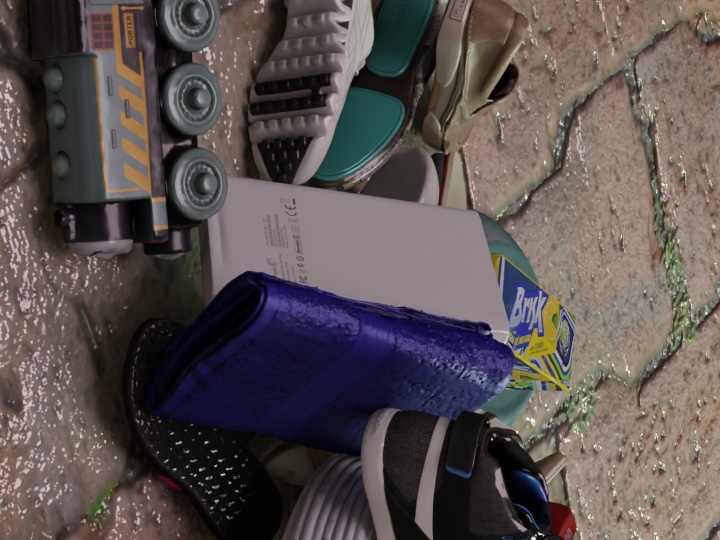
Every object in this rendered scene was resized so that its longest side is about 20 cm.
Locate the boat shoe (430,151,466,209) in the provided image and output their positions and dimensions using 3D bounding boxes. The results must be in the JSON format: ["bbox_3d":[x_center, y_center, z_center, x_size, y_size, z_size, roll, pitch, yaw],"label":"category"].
[{"bbox_3d":[0.041,0.003,1.401,0.071,0.062,0.202,40,57,-65],"label":"boat shoe"}]

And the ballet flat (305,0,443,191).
[{"bbox_3d":[0.015,-0.123,1.373,0.072,0.072,0.201,51,53,-38],"label":"ballet flat"}]

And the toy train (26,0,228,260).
[{"bbox_3d":[-0.149,-0.105,1.150,0.113,0.085,0.202,-7,97,-40],"label":"toy train"}]

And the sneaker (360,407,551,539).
[{"bbox_3d":[0.071,0.177,1.170,0.073,0.111,0.201,-62,147,-45],"label":"sneaker"}]

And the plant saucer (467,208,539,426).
[{"bbox_3d":[0.100,0.050,1.499,0.199,0.036,0.202,3,87,-52],"label":"plant saucer"}]

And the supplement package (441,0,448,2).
[{"bbox_3d":[0.072,-0.294,1.371,0.199,0.155,0.112,23,69,-50],"label":"supplement package"}]

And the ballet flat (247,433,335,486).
[{"bbox_3d":[-0.058,0.099,1.274,0.067,0.068,0.201,-38,126,-23],"label":"ballet flat"}]

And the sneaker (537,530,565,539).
[{"bbox_3d":[0.144,0.265,1.336,0.115,0.075,0.201,-47,129,-13],"label":"sneaker"}]

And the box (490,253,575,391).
[{"bbox_3d":[0.102,0.041,1.377,0.200,0.069,0.065,32,61,-64],"label":"box"}]

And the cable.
[{"bbox_3d":[-0.002,0.225,1.235,0.200,0.069,0.202,-7,101,-69],"label":"cable"}]

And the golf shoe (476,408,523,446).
[{"bbox_3d":[0.045,0.183,1.374,0.201,0.092,0.073,-57,132,-24],"label":"golf shoe"}]

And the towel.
[{"bbox_3d":[-0.019,0.061,1.157,0.199,0.148,0.050,16,52,-32],"label":"towel"}]

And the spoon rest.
[{"bbox_3d":[0.000,0.000,1.335,0.060,0.099,0.202,26,82,-27],"label":"spoon rest"}]

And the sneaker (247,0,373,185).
[{"bbox_3d":[-0.026,-0.150,1.317,0.081,0.074,0.202,36,62,-56],"label":"sneaker"}]

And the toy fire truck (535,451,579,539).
[{"bbox_3d":[0.112,0.229,1.415,0.177,0.128,0.201,-58,139,-33],"label":"toy fire truck"}]

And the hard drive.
[{"bbox_3d":[-0.008,-0.006,1.224,0.132,0.198,0.026,-101,-156,-50],"label":"hard drive"}]

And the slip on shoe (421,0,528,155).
[{"bbox_3d":[0.089,-0.144,1.393,0.201,0.060,0.077,96,14,-61],"label":"slip on shoe"}]

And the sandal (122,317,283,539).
[{"bbox_3d":[-0.113,0.113,1.217,0.075,0.045,0.201,-47,132,-27],"label":"sandal"}]
